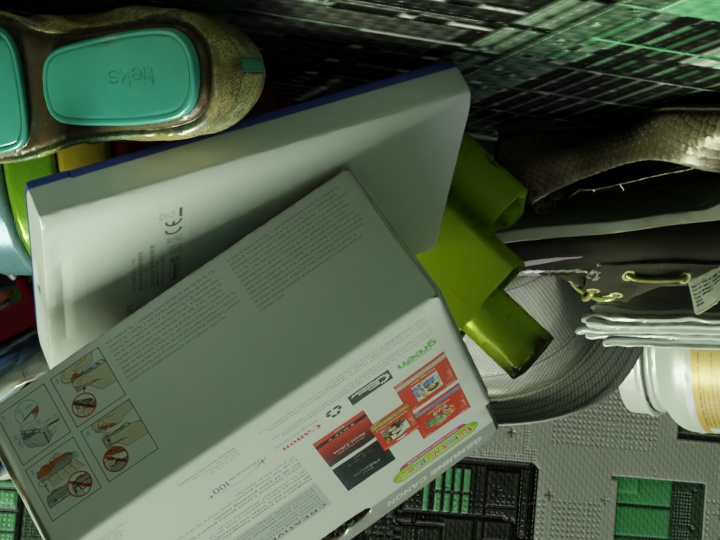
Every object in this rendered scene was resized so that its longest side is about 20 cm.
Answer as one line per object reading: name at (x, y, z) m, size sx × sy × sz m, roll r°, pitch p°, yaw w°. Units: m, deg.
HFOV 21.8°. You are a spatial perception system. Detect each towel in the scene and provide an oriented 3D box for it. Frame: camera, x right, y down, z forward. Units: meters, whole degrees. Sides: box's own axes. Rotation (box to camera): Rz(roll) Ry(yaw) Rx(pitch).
towel at (0.226, 0.000, 1.128) m, size 0.146 × 0.024 × 0.200 m, roll 2°, pitch -158°, yaw 23°

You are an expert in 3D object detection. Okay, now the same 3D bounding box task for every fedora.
fedora at (0.079, 0.004, 1.185) m, size 0.199 × 0.177 × 0.090 m, roll 10°, pitch 149°, yaw 31°

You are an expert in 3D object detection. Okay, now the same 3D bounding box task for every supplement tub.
supplement tub at (0.291, 0.046, 1.319) m, size 0.199 × 0.145 × 0.144 m, roll 3°, pitch 174°, yaw 24°

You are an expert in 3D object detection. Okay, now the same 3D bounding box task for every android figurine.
android figurine at (0.000, 0.000, 0.977) m, size 0.200 × 0.182 × 0.041 m, roll 42°, pitch -166°, yaw 13°

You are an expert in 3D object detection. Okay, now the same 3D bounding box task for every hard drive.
hard drive at (-0.052, -0.024, 0.859) m, size 0.199 × 0.025 × 0.132 m, roll -18°, pitch 152°, yaw -17°

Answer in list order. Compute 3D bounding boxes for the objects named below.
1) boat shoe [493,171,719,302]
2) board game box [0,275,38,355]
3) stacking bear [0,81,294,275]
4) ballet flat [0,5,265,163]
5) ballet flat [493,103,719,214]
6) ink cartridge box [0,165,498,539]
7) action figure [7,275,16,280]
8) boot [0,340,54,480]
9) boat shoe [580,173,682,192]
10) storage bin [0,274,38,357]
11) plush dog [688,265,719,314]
boat shoe at (0.147, -0.012, 1.024) m, size 0.200 × 0.061 × 0.072 m, roll -8°, pitch -162°, yaw -14°
board game box at (-0.195, 0.022, 0.985) m, size 0.199 × 0.039 × 0.158 m, roll -30°, pitch -174°, yaw -9°
stacking bear at (-0.130, -0.050, 0.906) m, size 0.199 × 0.114 × 0.122 m, roll -7°, pitch -157°, yaw 6°
ballet flat at (-0.127, -0.082, 0.812) m, size 0.199 × 0.071 × 0.071 m, roll 2°, pitch 174°, yaw 31°
ballet flat at (0.141, -0.054, 0.926) m, size 0.067 × 0.047 × 0.199 m, roll 9°, pitch 173°, yaw -41°
ink cartridge box at (-0.047, 0.073, 0.880) m, size 0.200 × 0.084 × 0.176 m, roll -34°, pitch 151°, yaw -3°
action figure at (-0.178, -0.044, 1.128) m, size 0.130 × 0.070 × 0.200 m, roll -28°, pitch 167°, yaw 30°
boot at (-0.108, 0.048, 0.928) m, size 0.199 × 0.074 × 0.096 m, roll -28°, pitch -168°, yaw 7°
boat shoe at (0.116, -0.036, 1.092) m, size 0.199 × 0.075 × 0.073 m, roll 7°, pitch -167°, yaw -10°
storage bin at (-0.228, 0.022, 1.235) m, size 0.093 × 0.201 × 0.135 m, roll 2°, pitch 174°, yaw 35°
plush dog at (0.275, 0.002, 0.917) m, size 0.171 × 0.201 × 0.161 m, roll 14°, pitch -151°, yaw -19°
